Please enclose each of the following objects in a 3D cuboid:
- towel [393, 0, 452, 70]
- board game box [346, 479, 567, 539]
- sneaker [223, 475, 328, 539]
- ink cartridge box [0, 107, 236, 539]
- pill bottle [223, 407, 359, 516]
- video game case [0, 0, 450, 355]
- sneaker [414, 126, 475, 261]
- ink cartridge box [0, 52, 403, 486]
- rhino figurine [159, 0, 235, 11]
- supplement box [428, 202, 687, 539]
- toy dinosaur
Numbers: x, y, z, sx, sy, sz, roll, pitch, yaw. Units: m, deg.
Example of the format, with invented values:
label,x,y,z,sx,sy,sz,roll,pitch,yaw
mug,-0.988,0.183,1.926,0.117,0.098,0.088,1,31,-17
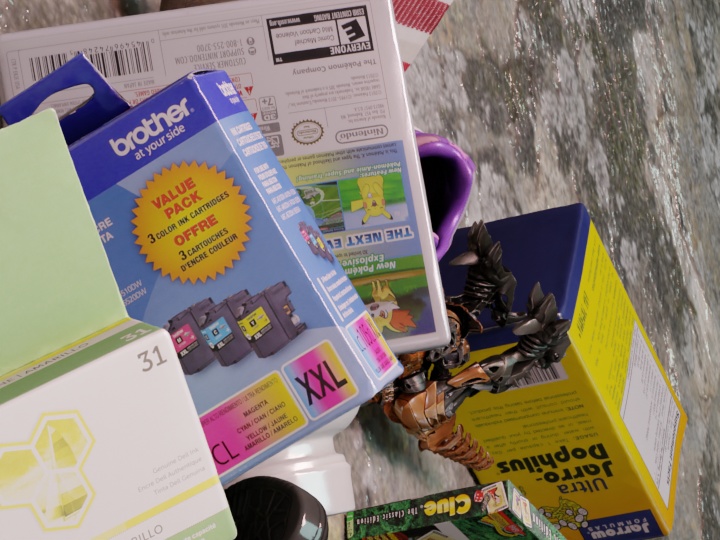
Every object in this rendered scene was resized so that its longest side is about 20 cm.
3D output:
label,x,y,z,sx,sy,sz,roll,pitch,yaw
towel,0.008,-0.166,1.649,0.023,0.201,0.144,43,17,29
board game box,0.080,0.181,1.767,0.200,0.104,0.024,46,35,-51
sneaker,-0.053,0.161,1.396,0.104,0.199,0.060,32,51,-27
ink cartridge box,-0.151,0.051,1.264,0.145,0.048,0.201,-25,109,-23
pill bottle,-0.060,0.030,1.504,0.112,0.112,0.202,0,79,-67
video game case,-0.067,-0.037,1.442,0.022,0.199,0.184,153,-73,-77
sneaker,0.000,0.000,1.610,0.080,0.088,0.201,39,69,-22
ink cartridge box,-0.091,-0.001,1.363,0.201,0.136,0.076,59,10,1
rhino figurine,-0.062,-0.125,1.566,0.060,0.087,0.201,-111,-165,-62
supplement box,0.123,0.074,1.912,0.201,0.109,0.109,61,29,-34
toy dinosaur,0.043,0.047,1.753,0.102,0.135,0.200,52,-10,22
